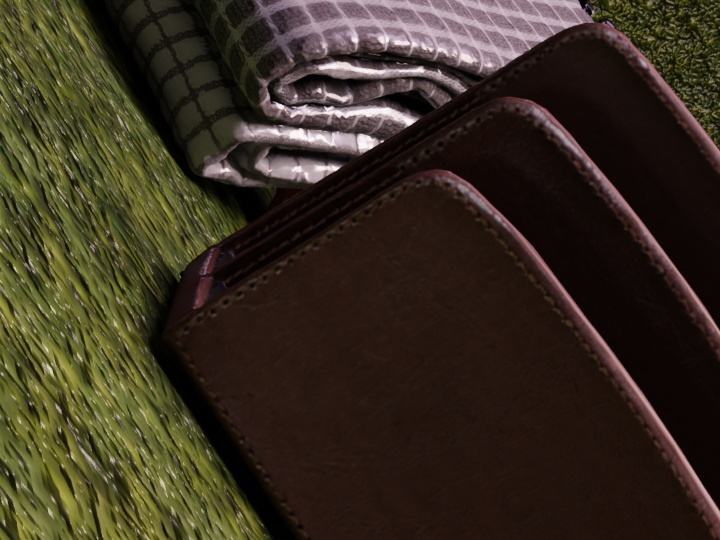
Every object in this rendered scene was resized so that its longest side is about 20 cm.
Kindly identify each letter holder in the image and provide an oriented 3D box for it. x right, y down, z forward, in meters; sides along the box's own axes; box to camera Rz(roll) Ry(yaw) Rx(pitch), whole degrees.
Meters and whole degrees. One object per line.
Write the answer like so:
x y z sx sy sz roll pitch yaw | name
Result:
0.064 0.053 0.588 0.200 0.142 0.101 58 4 -8 | letter holder

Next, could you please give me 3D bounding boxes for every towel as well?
-0.001 -0.107 0.858 0.200 0.086 0.166 1 46 -43 | towel

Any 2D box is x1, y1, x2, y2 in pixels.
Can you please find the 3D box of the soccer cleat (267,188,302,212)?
0.000 0.000 0.870 0.073 0.068 0.200 26 26 -25 | soccer cleat

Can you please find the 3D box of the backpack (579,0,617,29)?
0.047 -0.101 1.351 0.191 0.200 0.154 44 27 -60 | backpack
